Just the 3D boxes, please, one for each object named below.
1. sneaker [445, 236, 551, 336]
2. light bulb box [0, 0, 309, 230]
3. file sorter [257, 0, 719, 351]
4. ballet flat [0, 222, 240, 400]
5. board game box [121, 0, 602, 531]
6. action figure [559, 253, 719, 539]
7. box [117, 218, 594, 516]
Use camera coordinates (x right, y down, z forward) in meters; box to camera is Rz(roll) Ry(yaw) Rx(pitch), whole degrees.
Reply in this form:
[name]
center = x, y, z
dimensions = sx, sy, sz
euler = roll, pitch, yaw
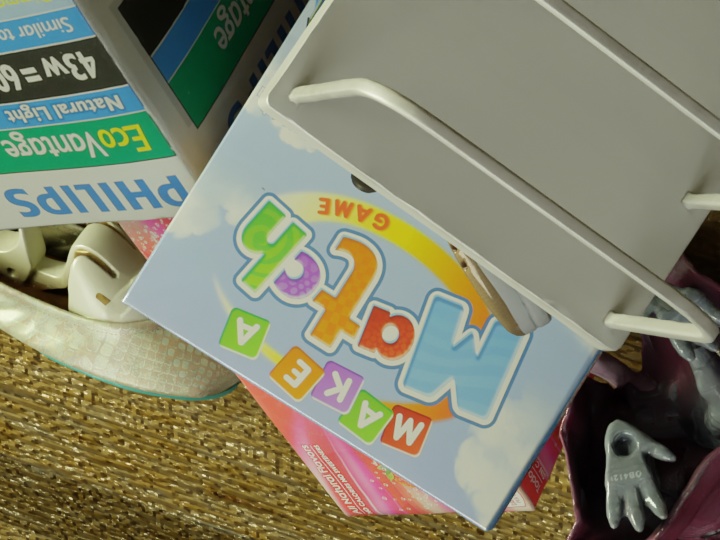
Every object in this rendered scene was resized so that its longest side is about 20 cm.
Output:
[sneaker]
center = 0.056, -0.086, 0.963
dimensions = 0.108, 0.200, 0.070
euler = -21, 172, 3
[light bulb box]
center = -0.149, -0.123, 1.083
dimensions = 0.198, 0.125, 0.200
euler = -5, 132, 36
[file sorter]
center = 0.092, -0.094, 0.875
dimensions = 0.139, 0.200, 0.125
euler = 35, 173, -12
[ballet flat]
center = -0.138, -0.002, 1.279
dimensions = 0.200, 0.067, 0.062
euler = 20, 134, 9
[board game box]
center = 0.034, -0.033, 1.016
dimensions = 0.151, 0.200, 0.037
euler = 32, -179, 6
[action figure]
center = 0.127, 0.083, 1.184
dimensions = 0.149, 0.134, 0.200
euler = 53, -176, 25
[box]
center = 0.000, 0.000, 1.166
dimensions = 0.103, 0.095, 0.200
euler = -5, 133, 38
